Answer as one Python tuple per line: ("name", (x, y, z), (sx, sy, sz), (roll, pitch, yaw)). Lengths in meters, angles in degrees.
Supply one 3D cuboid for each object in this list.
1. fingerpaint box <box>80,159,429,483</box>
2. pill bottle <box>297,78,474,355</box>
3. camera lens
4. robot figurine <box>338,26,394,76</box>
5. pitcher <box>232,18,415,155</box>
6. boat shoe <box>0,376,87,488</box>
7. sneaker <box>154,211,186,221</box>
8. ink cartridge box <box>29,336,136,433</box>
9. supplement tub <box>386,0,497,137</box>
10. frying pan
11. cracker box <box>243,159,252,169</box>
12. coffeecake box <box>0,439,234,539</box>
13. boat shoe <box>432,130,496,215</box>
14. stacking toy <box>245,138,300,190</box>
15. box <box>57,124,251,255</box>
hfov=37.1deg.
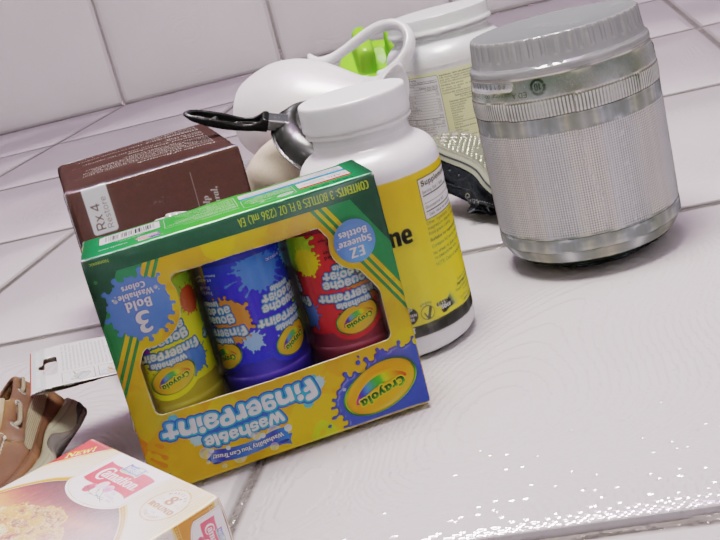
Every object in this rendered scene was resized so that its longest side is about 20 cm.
("fingerpaint box", (-0.070, 0.036, 0.733), (0.198, 0.169, 0.073), (-17, 15, -9))
("pill bottle", (0.016, -0.041, 0.840), (0.111, 0.202, 0.113), (-14, 17, 4))
("camera lens", (0.184, -0.115, 0.928), (0.158, 0.202, 0.160), (-14, 17, 4))
("robot figurine", (0.034, -0.220, 1.406), (0.174, 0.201, 0.116), (-14, 40, -3))
("pitcher", (-0.035, -0.202, 1.218), (0.198, 0.173, 0.121), (2, -21, 27))
("boat shoe", (-0.246, 0.127, 0.724), (0.076, 0.072, 0.200), (-52, 9, 7))
("sneaker", (-0.140, 0.012, 0.907), (0.099, 0.079, 0.200), (2, -27, -33))
("ink cartridge box", (-0.147, 0.078, 0.821), (0.198, 0.051, 0.109), (-11, 15, -15))
("supplement tub", (0.112, -0.210, 1.282), (0.143, 0.202, 0.145), (-13, 17, 4))
("frying pan", (-0.064, -0.146, 1.048), (0.189, 0.031, 0.115), (27, 41, 2))
("cracker box", (-0.064, -0.106, 1.296), (0.198, 0.058, 0.134), (-9, 16, -15))
("coffeecake box", (-0.180, 0.177, 0.550), (0.199, 0.074, 0.153), (-27, 20, -35))
("boat shoe", (0.141, -0.088, 1.122), (0.074, 0.063, 0.200), (-18, 32, -27))
("stacking toy", (-0.022, -0.074, 1.158), (0.145, 0.148, 0.199), (-4, 2, 30))
("box", (-0.194, -0.036, 1.059), (0.163, 0.168, 0.200), (-18, 18, -13))
